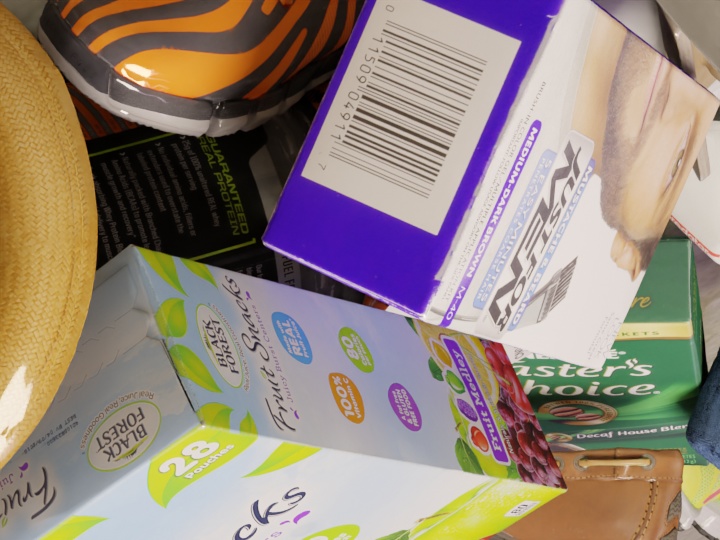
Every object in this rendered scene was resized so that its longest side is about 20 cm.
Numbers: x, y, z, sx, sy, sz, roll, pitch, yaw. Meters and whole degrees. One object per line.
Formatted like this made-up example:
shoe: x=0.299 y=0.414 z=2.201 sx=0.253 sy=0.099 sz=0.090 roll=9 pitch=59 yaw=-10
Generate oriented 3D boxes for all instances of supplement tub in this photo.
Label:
supplement tub: x=-0.093 y=-0.003 z=0.901 sx=0.200 sy=0.123 sz=0.123 roll=-16 pitch=153 yaw=-27

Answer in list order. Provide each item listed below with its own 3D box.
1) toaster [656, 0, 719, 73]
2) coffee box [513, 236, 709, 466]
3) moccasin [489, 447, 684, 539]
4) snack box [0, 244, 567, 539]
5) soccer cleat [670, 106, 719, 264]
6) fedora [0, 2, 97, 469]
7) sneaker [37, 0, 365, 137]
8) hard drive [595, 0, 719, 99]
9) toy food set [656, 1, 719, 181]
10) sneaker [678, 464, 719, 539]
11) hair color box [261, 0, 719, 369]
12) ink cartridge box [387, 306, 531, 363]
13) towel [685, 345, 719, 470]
toaster: x=0.152 y=-0.152 z=0.818 sx=0.200 sy=0.181 sz=0.119 roll=-42 pitch=151 yaw=24
coffee box: x=0.098 y=0.041 z=1.242 sx=0.123 sy=0.044 sz=0.200 roll=0 pitch=158 yaw=9
moccasin: x=0.046 y=0.088 z=1.217 sx=0.201 sy=0.078 sz=0.074 roll=8 pitch=177 yaw=25
snack box: x=-0.058 y=0.076 z=0.850 sx=0.169 sy=0.068 sz=0.200 roll=-36 pitch=152 yaw=25
soccer cleat: x=0.212 y=-0.077 z=1.146 sx=0.200 sy=0.085 sz=0.069 roll=-30 pitch=156 yaw=1
fedora: x=-0.167 y=-0.007 z=0.767 sx=0.201 sy=0.201 sz=0.082 roll=-32 pitch=177 yaw=6
sneaker: x=-0.010 y=-0.113 z=0.855 sx=0.200 sy=0.078 sz=0.112 roll=-21 pitch=153 yaw=-46
hard drive: x=0.131 y=-0.118 z=1.030 sx=0.132 sy=0.027 sz=0.200 roll=-33 pitch=157 yaw=-8
toy food set: x=0.195 y=-0.123 z=1.000 sx=0.200 sy=0.060 sz=0.144 roll=-38 pitch=158 yaw=-3
sneaker: x=0.193 y=0.092 z=1.490 sx=0.090 sy=0.078 sz=0.200 roll=-43 pitch=160 yaw=10
hair color box: x=0.049 y=-0.034 z=0.875 sx=0.109 sy=0.065 sz=0.200 roll=-66 pitch=161 yaw=3
ink cartridge box: x=0.000 y=0.000 z=1.059 sx=0.200 sy=0.084 sz=0.145 roll=-27 pitch=157 yaw=-5
towel: x=0.219 y=0.007 z=1.238 sx=0.112 sy=0.049 sz=0.200 roll=31 pitch=82 yaw=-56
